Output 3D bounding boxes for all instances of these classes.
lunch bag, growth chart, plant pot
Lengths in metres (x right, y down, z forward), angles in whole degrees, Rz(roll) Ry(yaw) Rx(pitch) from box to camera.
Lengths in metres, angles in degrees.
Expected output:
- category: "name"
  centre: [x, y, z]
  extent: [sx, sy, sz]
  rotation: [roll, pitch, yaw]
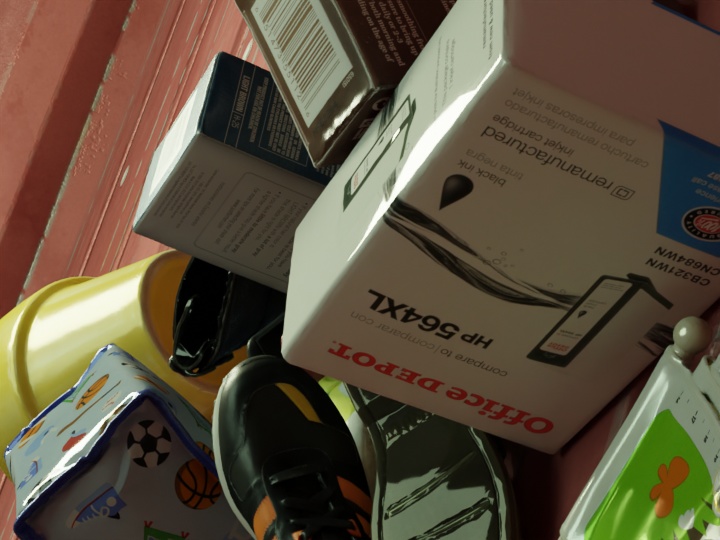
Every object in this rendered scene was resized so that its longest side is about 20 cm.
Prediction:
- category: "lunch bag"
  centre: [-0.101, 0.157, 0.960]
  extent: [0.124, 0.200, 0.170]
  rotation: [-45, 16, -3]
- category: "growth chart"
  centre: [0.120, 0.099, 0.606]
  extent: [0.145, 0.018, 0.200]
  rotation: [-65, 15, 9]
- category: "plant pot"
  centre: [-0.182, 0.079, 1.379]
  extent: [0.189, 0.201, 0.201]
  rotation: [-34, 33, 38]

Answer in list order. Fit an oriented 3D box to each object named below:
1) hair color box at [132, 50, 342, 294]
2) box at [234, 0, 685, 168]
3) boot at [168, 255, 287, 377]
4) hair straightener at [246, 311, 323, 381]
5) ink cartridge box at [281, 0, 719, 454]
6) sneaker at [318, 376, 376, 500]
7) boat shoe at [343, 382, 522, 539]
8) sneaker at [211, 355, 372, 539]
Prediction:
- category: "hair color box"
  centre: [-0.008, -0.030, 0.900]
  extent: [0.100, 0.199, 0.061]
  rotation: [-47, 26, 50]
- category: "box"
  centre: [0.050, -0.124, 0.811]
  extent: [0.100, 0.199, 0.075]
  rotation: [65, 146, 16]
- category: "boot"
  centre: [-0.058, 0.019, 1.042]
  extent: [0.174, 0.069, 0.201]
  rotation: [-37, -32, -46]
- category: "hair straightener"
  centre: [0.000, 0.000, 0.996]
  extent: [0.077, 0.041, 0.200]
  rotation: [-14, 27, 50]
- category: "ink cartridge box"
  centre: [0.073, -0.022, 0.722]
  extent: [0.200, 0.146, 0.085]
  rotation: [-54, 23, 43]
- category: "sneaker"
  centre: [-0.027, 0.097, 0.961]
  extent: [0.105, 0.076, 0.200]
  rotation: [-22, 16, 9]
- category: "boat shoe"
  centre: [0.043, 0.098, 0.810]
  extent: [0.072, 0.068, 0.201]
  rotation: [-25, 52, 17]
- category: "sneaker"
  centre: [-0.012, 0.135, 0.805]
  extent: [0.090, 0.070, 0.201]
  rotation: [163, 92, -69]
